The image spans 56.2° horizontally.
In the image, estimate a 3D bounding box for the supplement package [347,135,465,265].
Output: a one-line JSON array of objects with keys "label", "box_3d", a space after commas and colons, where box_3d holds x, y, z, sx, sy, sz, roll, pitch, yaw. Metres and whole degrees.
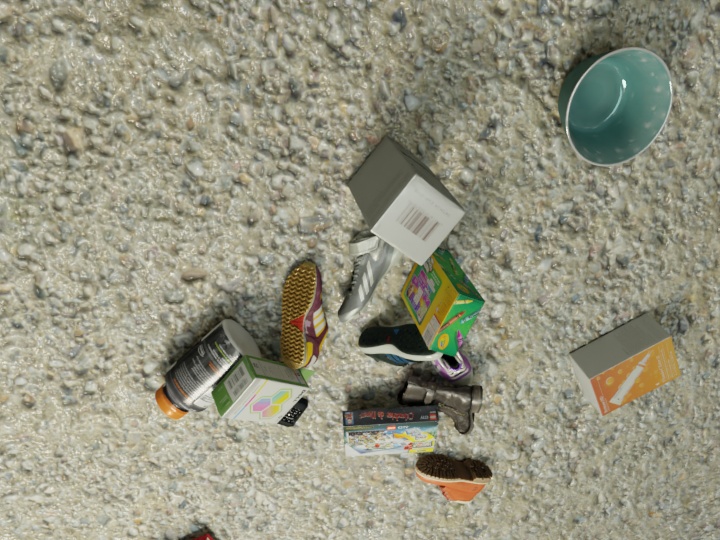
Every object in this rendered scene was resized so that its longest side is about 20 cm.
[{"label": "supplement package", "box_3d": [0.071, -0.122, 1.131, 0.116, 0.200, 0.118, 31, 107, -26]}]

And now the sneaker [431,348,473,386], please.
[{"label": "sneaker", "box_3d": [0.185, 0.192, 1.378, 0.072, 0.115, 0.201, -34, 121, 4]}]

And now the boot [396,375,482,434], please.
[{"label": "boot", "box_3d": [0.164, 0.282, 1.447, 0.172, 0.070, 0.201, 7, 142, 2]}]

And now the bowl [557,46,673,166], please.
[{"label": "bowl", "box_3d": [0.428, -0.296, 1.185, 0.198, 0.105, 0.203, -6, 118, -11]}]

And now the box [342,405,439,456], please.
[{"label": "box", "box_3d": [0.063, 0.340, 1.424, 0.197, 0.038, 0.137, -3, 138, -1]}]

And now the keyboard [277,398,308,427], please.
[{"label": "keyboard", "box_3d": [-0.199, 0.261, 1.361, 0.198, 0.040, 0.105, 24, 110, -25]}]

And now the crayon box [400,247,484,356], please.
[{"label": "crayon box", "box_3d": [0.145, 0.049, 1.241, 0.058, 0.200, 0.120, 17, 113, -21]}]

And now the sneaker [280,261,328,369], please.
[{"label": "sneaker", "box_3d": [-0.100, 0.082, 1.280, 0.090, 0.074, 0.203, -4, 106, -61]}]

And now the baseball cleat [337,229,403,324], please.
[{"label": "baseball cleat", "box_3d": [0.000, 0.000, 1.265, 0.106, 0.070, 0.201, 35, 95, -20]}]

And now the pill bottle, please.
[{"label": "pill bottle", "box_3d": [-0.291, 0.191, 1.262, 0.200, 0.106, 0.106, -40, 119, 8]}]

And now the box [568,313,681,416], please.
[{"label": "box", "box_3d": [0.585, 0.208, 1.495, 0.199, 0.098, 0.125, -28, 121, 2]}]

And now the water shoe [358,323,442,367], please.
[{"label": "water shoe", "box_3d": [0.089, 0.148, 1.312, 0.079, 0.198, 0.072, 47, 58, -40]}]

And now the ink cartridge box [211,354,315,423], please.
[{"label": "ink cartridge box", "box_3d": [-0.167, 0.227, 1.258, 0.104, 0.059, 0.199, -47, 143, 15]}]

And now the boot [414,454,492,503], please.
[{"label": "boot", "box_3d": [0.202, 0.493, 1.567, 0.198, 0.075, 0.108, 16, 117, -22]}]

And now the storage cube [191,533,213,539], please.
[{"label": "storage cube", "box_3d": [-0.379, 0.723, 1.474, 0.178, 0.201, 0.172, -22, 121, 6]}]
